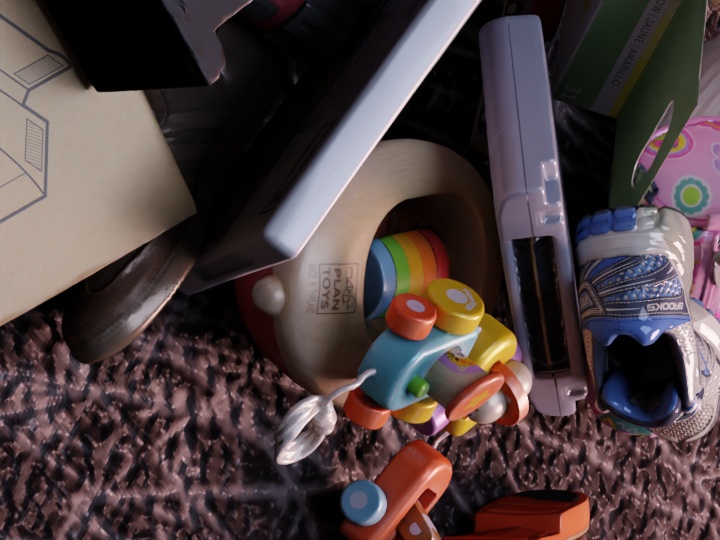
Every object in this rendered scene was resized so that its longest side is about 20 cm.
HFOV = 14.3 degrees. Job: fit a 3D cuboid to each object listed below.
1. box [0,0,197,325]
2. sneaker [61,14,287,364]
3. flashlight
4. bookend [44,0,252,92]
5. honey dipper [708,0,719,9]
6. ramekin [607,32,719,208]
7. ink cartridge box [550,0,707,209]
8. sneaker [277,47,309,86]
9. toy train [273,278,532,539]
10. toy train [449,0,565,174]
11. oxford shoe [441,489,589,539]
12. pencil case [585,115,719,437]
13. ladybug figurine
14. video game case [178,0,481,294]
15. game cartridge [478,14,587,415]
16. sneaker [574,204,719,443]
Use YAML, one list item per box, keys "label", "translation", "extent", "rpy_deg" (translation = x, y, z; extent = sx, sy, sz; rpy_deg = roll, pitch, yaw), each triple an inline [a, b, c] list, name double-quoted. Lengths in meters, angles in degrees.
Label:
- label: "box"
  translation: [-0.178, -0.075, 1.247]
  extent: [0.163, 0.021, 0.200]
  rpy_deg: [-32, 110, -24]
- label: "sneaker"
  translation: [-0.107, -0.048, 1.356]
  extent: [0.076, 0.070, 0.200]
  rpy_deg: [39, 53, -19]
- label: "flashlight"
  translation: [-0.082, -0.177, 1.351]
  extent: [0.200, 0.068, 0.068]
  rpy_deg: [36, 98, -22]
- label: "bookend"
  translation: [-0.070, -0.215, 1.239]
  extent: [0.200, 0.092, 0.199]
  rpy_deg: [-42, 114, -28]
- label: "honey dipper"
  translation: [0.193, -0.160, 1.607]
  extent: [0.038, 0.200, 0.038]
  rpy_deg: [-35, 147, -27]
- label: "ramekin"
  translation: [0.235, -0.031, 1.643]
  extent: [0.105, 0.200, 0.200]
  rpy_deg: [-40, 117, -33]
- label: "ink cartridge box"
  translation: [0.141, -0.126, 1.494]
  extent: [0.048, 0.146, 0.200]
  rpy_deg: [18, 53, -6]
- label: "sneaker"
  translation: [0.006, -0.184, 1.489]
  extent: [0.073, 0.085, 0.200]
  rpy_deg: [34, 84, -45]
- label: "toy train"
  translation: [0.030, 0.085, 1.412]
  extent: [0.150, 0.056, 0.200]
  rpy_deg: [-49, 158, -6]
- label: "toy train"
  translation: [0.092, -0.145, 1.592]
  extent: [0.034, 0.046, 0.200]
  rpy_deg: [34, 62, -42]
- label: "oxford shoe"
  translation: [0.069, 0.173, 1.516]
  extent: [0.200, 0.071, 0.073]
  rpy_deg: [-19, 107, -56]
- label: "pencil case"
  translation: [0.174, 0.008, 1.579]
  extent: [0.087, 0.087, 0.200]
  rpy_deg: [-53, 162, -37]
- label: "ladybug figurine"
  translation: [0.000, 0.000, 1.444]
  extent: [0.200, 0.072, 0.136]
  rpy_deg: [-5, 101, -57]
- label: "video game case"
  translation: [-0.008, -0.079, 1.342]
  extent: [0.023, 0.182, 0.200]
  rpy_deg: [38, 75, -11]
- label: "game cartridge"
  translation: [0.090, -0.032, 1.493]
  extent: [0.200, 0.041, 0.133]
  rpy_deg: [77, 12, -53]
- label: "sneaker"
  translation: [0.146, 0.050, 1.493]
  extent: [0.200, 0.077, 0.085]
  rpy_deg: [60, 29, -55]
